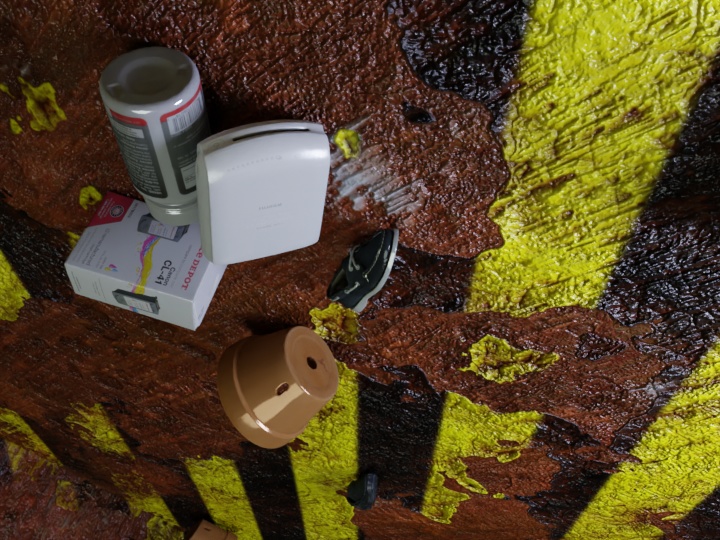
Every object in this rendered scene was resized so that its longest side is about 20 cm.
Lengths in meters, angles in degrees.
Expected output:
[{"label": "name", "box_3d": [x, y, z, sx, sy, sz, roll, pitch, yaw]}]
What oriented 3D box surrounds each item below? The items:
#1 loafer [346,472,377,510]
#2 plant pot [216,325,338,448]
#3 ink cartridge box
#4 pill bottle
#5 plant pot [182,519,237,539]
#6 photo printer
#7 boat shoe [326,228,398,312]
[{"label": "loafer", "box_3d": [0.002, 0.545, 1.684, 0.069, 0.069, 0.202, 8, 147, -2]}, {"label": "plant pot", "box_3d": [-0.132, 0.188, 1.197, 0.139, 0.202, 0.200, -33, 122, 28]}, {"label": "ink cartridge box", "box_3d": [-0.315, -0.016, 1.032, 0.197, 0.149, 0.086, 15, 145, 2]}, {"label": "pill bottle", "box_3d": [-0.239, -0.158, 0.845, 0.112, 0.115, 0.201, 12, 144, 8]}, {"label": "plant pot", "box_3d": [-0.537, 0.954, 2.349, 0.140, 0.201, 0.200, 43, 140, -4]}, {"label": "photo printer", "box_3d": [-0.121, -0.100, 0.852, 0.164, 0.070, 0.201, -13, 148, -19]}, {"label": "boat shoe", "box_3d": [0.000, 0.000, 0.978, 0.059, 0.077, 0.201, 17, 144, -10]}]
